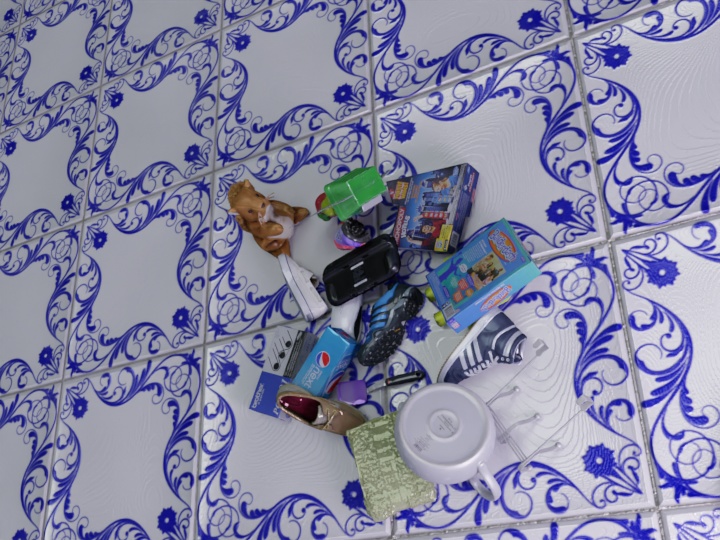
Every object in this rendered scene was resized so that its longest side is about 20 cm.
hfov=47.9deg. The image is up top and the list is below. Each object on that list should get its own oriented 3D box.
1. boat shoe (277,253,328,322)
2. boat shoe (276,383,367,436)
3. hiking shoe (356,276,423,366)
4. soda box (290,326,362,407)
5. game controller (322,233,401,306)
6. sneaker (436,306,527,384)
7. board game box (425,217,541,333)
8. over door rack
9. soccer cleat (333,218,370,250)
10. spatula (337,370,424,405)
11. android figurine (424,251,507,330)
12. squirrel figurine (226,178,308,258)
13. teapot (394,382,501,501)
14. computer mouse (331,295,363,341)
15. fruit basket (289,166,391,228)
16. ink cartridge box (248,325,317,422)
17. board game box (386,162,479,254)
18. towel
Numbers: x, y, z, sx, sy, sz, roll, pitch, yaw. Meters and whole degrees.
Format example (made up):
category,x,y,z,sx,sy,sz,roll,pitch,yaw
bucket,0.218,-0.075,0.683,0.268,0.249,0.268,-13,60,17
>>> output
category,x,y,z,sx,sy,sz,roll,pitch,yaw
boat shoe,-0.131,0.031,1.874,0.070,0.071,0.200,-23,50,-10
boat shoe,-0.083,0.296,1.661,0.200,0.066,0.074,19,99,2
hiking shoe,0.051,0.114,1.717,0.087,0.074,0.200,25,74,45
soda box,-0.085,0.221,1.728,0.068,0.064,0.200,36,99,25
game controller,0.000,0.000,1.763,0.200,0.042,0.104,-29,65,28
sneaker,0.237,0.176,1.564,0.108,0.070,0.200,40,104,25
board game box,0.235,0.008,1.580,0.200,0.045,0.152,-38,37,15
over door rack,0.321,0.247,1.469,0.200,0.067,0.148,-56,48,26
soccer cleat,-0.026,-0.070,1.794,0.073,0.068,0.200,-59,10,9
spatula,0.042,0.239,1.689,0.200,0.021,0.057,-19,59,24
android figurine,0.230,0.032,1.651,0.200,0.041,0.182,-32,55,18
squirrel figurine,-0.253,-0.138,1.942,0.200,0.187,0.142,23,83,37
teapot,0.159,0.317,1.504,0.197,0.146,0.200,0,55,8
computer mouse,-0.028,0.075,1.794,0.110,0.044,0.200,-8,65,29
fruit basket,-0.042,-0.152,1.815,0.200,0.185,0.094,-31,93,46
ink cartridge box,-0.172,0.229,1.816,0.094,0.044,0.200,9,75,37
board game box,0.139,-0.134,1.769,0.200,0.062,0.200,7,77,38
towel,0.061,0.377,1.591,0.148,0.036,0.200,-22,58,7
